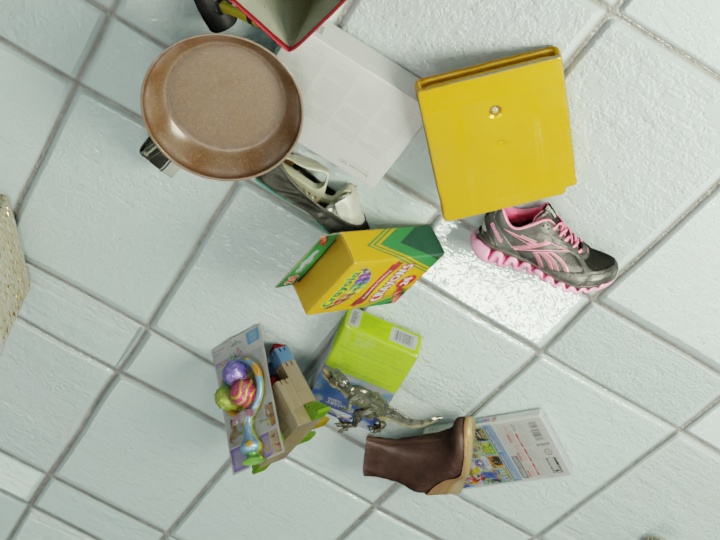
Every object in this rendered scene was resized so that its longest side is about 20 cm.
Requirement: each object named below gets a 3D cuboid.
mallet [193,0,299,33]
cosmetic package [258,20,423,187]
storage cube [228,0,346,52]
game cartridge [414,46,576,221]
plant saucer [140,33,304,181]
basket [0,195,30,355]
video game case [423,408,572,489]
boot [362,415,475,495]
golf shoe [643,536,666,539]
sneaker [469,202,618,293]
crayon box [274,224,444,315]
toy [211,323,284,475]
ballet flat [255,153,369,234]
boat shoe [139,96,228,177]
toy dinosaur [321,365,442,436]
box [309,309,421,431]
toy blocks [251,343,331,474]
[{"bbox_3d":[-0.127,-0.285,1.408,0.199,0.041,0.066,35,157,40],"label":"mallet"},{"bbox_3d":[-0.026,-0.210,1.508,0.199,0.052,0.151,30,131,-13],"label":"cosmetic package"},{"bbox_3d":[-0.064,-0.378,1.276,0.170,0.181,0.199,38,132,-19],"label":"storage cube"},{"bbox_3d":[0.167,-0.161,1.479,0.174,0.033,0.201,-13,132,3],"label":"game cartridge"},{"bbox_3d":[-0.166,-0.202,1.479,0.198,0.037,0.202,1,126,1],"label":"plant saucer"},{"bbox_3d":[-0.608,0.001,1.798,0.196,0.162,0.201,8,133,9],"label":"basket"},{"bbox_3d":[0.215,0.283,1.916,0.198,0.018,0.144,-13,127,26],"label":"video game case"},{"bbox_3d":[0.088,0.280,1.886,0.164,0.073,0.201,11,139,2],"label":"boot"},{"bbox_3d":[0.497,0.498,2.010,0.096,0.079,0.201,-1,140,-6],"label":"golf shoe"},{"bbox_3d":[0.245,-0.038,1.580,0.198,0.079,0.096,17,123,-1],"label":"sneaker"},{"bbox_3d":[0.000,0.000,1.610,0.199,0.051,0.127,-6,151,-41],"label":"crayon box"},{"bbox_3d":[-0.183,0.193,1.833,0.115,0.202,0.047,-29,157,35],"label":"toy"},{"bbox_3d":[-0.049,-0.096,1.612,0.199,0.068,0.068,34,123,-16],"label":"ballet flat"},{"bbox_3d":[-0.224,-0.193,1.569,0.063,0.071,0.200,32,134,-16],"label":"boat shoe"},{"bbox_3d":[0.016,0.212,1.827,0.198,0.048,0.088,26,128,-16],"label":"toy dinosaur"},{"bbox_3d":[0.002,0.150,1.835,0.121,0.048,0.201,23,135,-5],"label":"box"},{"bbox_3d":[-0.136,0.205,1.878,0.138,0.099,0.200,60,139,18],"label":"toy blocks"}]
